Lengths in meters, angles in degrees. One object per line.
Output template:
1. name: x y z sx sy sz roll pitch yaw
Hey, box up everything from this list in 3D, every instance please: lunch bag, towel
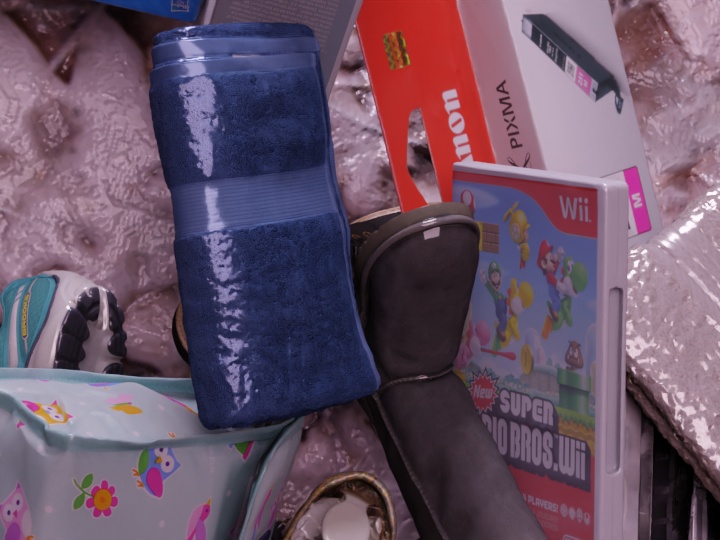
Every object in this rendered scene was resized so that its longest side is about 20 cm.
1. lunch bag: -0.117 0.144 1.168 0.199 0.122 0.172 5 104 -45
2. towel: 0.212 0.057 1.191 0.132 0.035 0.200 -33 77 -25
3. towel: -0.049 -0.023 1.136 0.111 0.048 0.202 -8 91 -51

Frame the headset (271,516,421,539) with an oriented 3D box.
1. headset: 0.036 0.197 1.268 0.199 0.094 0.124 29 66 -20

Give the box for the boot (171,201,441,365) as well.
1. boot: 0.000 0.000 1.264 0.199 0.138 0.078 -23 81 -18

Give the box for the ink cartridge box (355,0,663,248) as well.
1. ink cartridge box: 0.089 -0.078 1.294 0.173 0.043 0.202 -19 97 -44

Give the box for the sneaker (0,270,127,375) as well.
1. sneaker: -0.184 0.099 1.239 0.079 0.077 0.202 10 82 36

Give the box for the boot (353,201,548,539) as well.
1. boot: 0.053 0.089 1.173 0.072 0.182 0.201 -11 59 -15

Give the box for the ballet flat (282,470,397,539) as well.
1. ballet flat: -0.029 0.177 1.139 0.070 0.071 0.201 30 44 -3

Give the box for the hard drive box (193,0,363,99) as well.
1. hard drive box: -0.041 -0.169 1.244 0.076 0.201 0.157 14 44 -8

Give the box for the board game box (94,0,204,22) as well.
1. board game box: -0.174 -0.244 1.290 0.198 0.056 0.197 13 44 -8

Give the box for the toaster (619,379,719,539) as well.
1. toaster: 0.204 0.137 1.244 0.179 0.119 0.202 8 70 -9

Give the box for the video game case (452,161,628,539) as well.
1. video game case: 0.092 0.048 1.199 0.017 0.143 0.202 -4 98 -30
